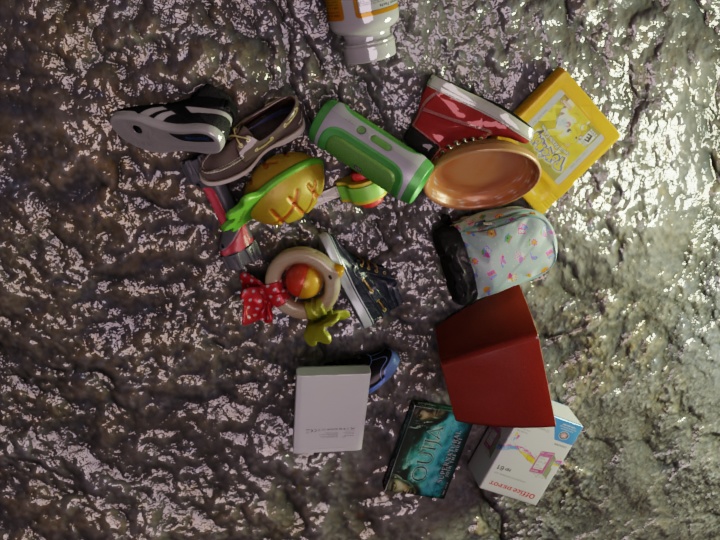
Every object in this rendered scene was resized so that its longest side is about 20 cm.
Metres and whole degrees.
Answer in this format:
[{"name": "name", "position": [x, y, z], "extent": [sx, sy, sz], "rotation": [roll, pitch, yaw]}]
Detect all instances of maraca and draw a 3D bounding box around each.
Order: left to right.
[{"name": "maraca", "position": [-0.139, -0.122, 1.319], "extent": [0.200, 0.137, 0.107], "rotation": [-34, 79, -28]}]

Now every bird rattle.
[{"name": "bird rattle", "position": [-0.109, 0.032, 1.400], "extent": [0.199, 0.113, 0.164], "rotation": [25, 112, 6]}]

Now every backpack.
[{"name": "backpack", "position": [0.244, -0.033, 1.447], "extent": [0.199, 0.127, 0.168], "rotation": [-20, 110, -7]}]

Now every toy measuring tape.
[{"name": "toy measuring tape", "position": [-0.024, -0.128, 1.385], "extent": [0.199, 0.074, 0.074], "rotation": [-22, 114, -3]}]

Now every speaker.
[{"name": "speaker", "position": [0.016, -0.192, 1.322], "extent": [0.199, 0.088, 0.089], "rotation": [34, 103, 6]}]

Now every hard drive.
[{"name": "hard drive", "position": [-0.055, 0.255, 1.492], "extent": [0.131, 0.027, 0.201], "rotation": [-1, 127, -9]}]

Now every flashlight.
[{"name": "flashlight", "position": [-0.235, -0.099, 1.359], "extent": [0.068, 0.068, 0.201], "rotation": [-42, 116, -37]}]

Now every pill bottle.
[{"name": "pill bottle", "position": [-0.002, -0.426, 1.250], "extent": [0.110, 0.111, 0.201], "rotation": [-14, 113, -6]}]

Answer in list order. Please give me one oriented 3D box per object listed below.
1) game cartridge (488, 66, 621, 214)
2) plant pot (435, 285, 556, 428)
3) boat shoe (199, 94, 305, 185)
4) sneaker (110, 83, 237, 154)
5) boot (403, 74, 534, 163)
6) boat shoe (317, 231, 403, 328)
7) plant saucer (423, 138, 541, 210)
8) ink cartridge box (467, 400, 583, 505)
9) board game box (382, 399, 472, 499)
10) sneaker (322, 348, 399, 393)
[{"name": "game cartridge", "position": [0.334, -0.224, 1.442], "extent": [0.176, 0.032, 0.200], "rotation": [40, 98, -22]}, {"name": "plant pot", "position": [0.238, 0.169, 1.498], "extent": [0.175, 0.200, 0.201], "rotation": [-13, 114, 6]}, {"name": "boat shoe", "position": [-0.174, -0.208, 1.293], "extent": [0.200, 0.072, 0.060], "rotation": [-35, 152, -17]}, {"name": "sneaker", "position": [-0.285, -0.245, 1.291], "extent": [0.199, 0.112, 0.073], "rotation": [11, 146, 17]}, {"name": "boot", "position": [0.180, -0.224, 1.382], "extent": [0.199, 0.072, 0.145], "rotation": [23, 106, -3]}, {"name": "boat shoe", "position": [0.000, 0.000, 1.447], "extent": [0.091, 0.071, 0.201], "rotation": [-31, 117, -7]}, {"name": "plant saucer", "position": [0.203, -0.164, 1.381], "extent": [0.199, 0.038, 0.200], "rotation": [-3, 155, -1]}, {"name": "ink cartridge box", "position": [0.328, 0.354, 1.638], "extent": [0.144, 0.085, 0.201], "rotation": [21, 107, -19]}, {"name": "board game box", "position": [0.135, 0.359, 1.631], "extent": [0.134, 0.028, 0.201], "rotation": [12, 108, -16]}, {"name": "sneaker", "position": [-0.025, 0.194, 1.511], "extent": [0.199, 0.070, 0.078], "rotation": [-33, 121, 4]}]
